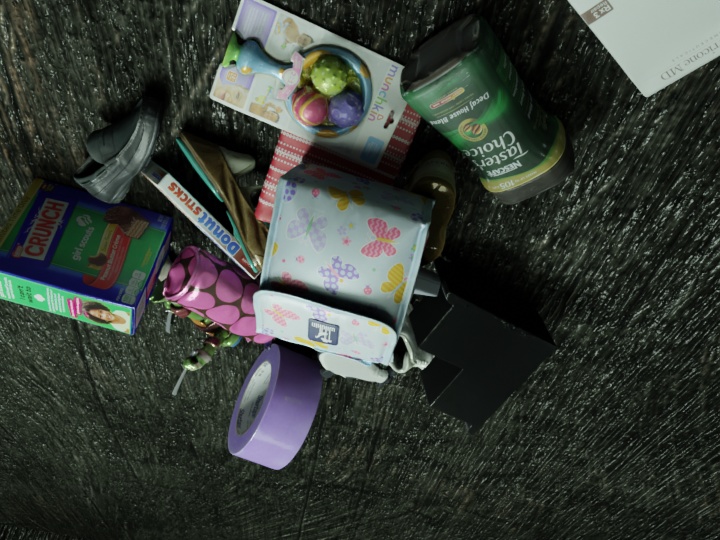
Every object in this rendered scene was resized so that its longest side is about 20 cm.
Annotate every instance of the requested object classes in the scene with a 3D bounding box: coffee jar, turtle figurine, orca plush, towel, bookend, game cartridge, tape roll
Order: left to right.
[{"bbox_3d":[-0.287,0.085,1.055,0.198,0.145,0.195,-11,136,19],"label":"turtle figurine"},{"bbox_3d":[-0.151,0.236,1.170,0.084,0.201,0.200,25,140,-19],"label":"tape roll"},{"bbox_3d":[-0.028,-0.123,0.773,0.143,0.023,0.201,19,116,-10],"label":"towel"},{"bbox_3d":[-0.007,0.133,1.124,0.199,0.072,0.105,18,135,-40],"label":"orca plush"},{"bbox_3d":[0.000,0.000,0.899,0.198,0.041,0.133,9,172,29],"label":"game cartridge"},{"bbox_3d":[0.139,0.115,0.981,0.197,0.092,0.201,25,116,-22],"label":"bookend"},{"bbox_3d":[0.138,-0.157,0.699,0.104,0.086,0.200,-24,132,36],"label":"coffee jar"}]

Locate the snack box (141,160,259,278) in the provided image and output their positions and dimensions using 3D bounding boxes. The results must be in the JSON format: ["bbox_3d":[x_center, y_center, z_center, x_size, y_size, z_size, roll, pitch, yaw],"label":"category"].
[{"bbox_3d":[-0.211,-0.066,0.910,0.072,0.024,0.200,32,166,49],"label":"snack box"}]

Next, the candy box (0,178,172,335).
[{"bbox_3d":[-0.379,-0.022,0.916,0.198,0.170,0.077,15,139,-8],"label":"candy box"}]

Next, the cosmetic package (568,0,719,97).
[{"bbox_3d":[0.234,-0.253,0.567,0.199,0.075,0.101,35,136,-27],"label":"cosmetic package"}]

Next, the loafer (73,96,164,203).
[{"bbox_3d":[-0.298,-0.147,0.820,0.070,0.069,0.200,21,145,-29],"label":"loafer"}]

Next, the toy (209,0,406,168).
[{"bbox_3d":[-0.049,-0.188,0.700,0.198,0.047,0.116,22,116,-10],"label":"toy"}]

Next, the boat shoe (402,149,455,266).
[{"bbox_3d":[0.079,-0.071,0.836,0.073,0.067,0.200,16,151,-4],"label":"boat shoe"}]

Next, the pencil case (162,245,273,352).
[{"bbox_3d":[-0.197,0.043,0.981,0.093,0.091,0.200,-29,138,22],"label":"pencil case"}]

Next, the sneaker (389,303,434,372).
[{"bbox_3d":[0.075,0.128,1.065,0.077,0.100,0.200,-19,134,32],"label":"sneaker"}]

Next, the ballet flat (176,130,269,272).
[{"bbox_3d":[-0.148,-0.096,0.829,0.072,0.201,0.068,-31,180,-6],"label":"ballet flat"}]

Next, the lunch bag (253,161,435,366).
[{"bbox_3d":[-0.021,0.004,0.741,0.168,0.127,0.202,17,113,3],"label":"lunch bag"}]

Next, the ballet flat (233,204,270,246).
[{"bbox_3d":[-0.081,-0.081,0.873,0.199,0.068,0.063,-24,160,29],"label":"ballet flat"}]
